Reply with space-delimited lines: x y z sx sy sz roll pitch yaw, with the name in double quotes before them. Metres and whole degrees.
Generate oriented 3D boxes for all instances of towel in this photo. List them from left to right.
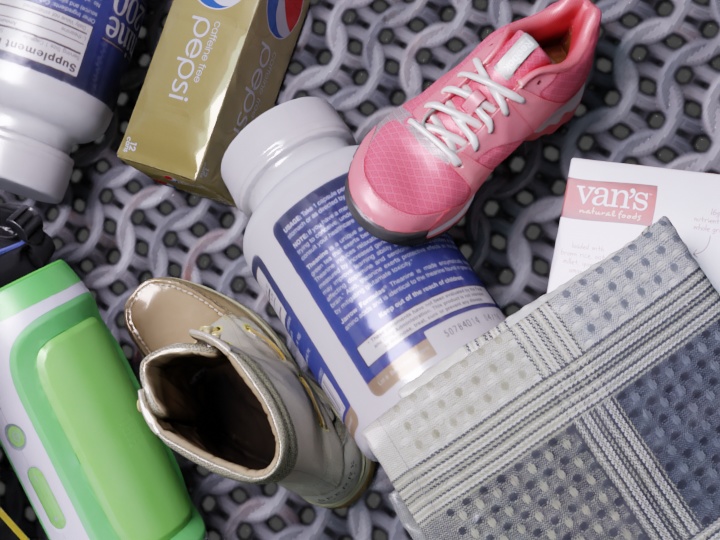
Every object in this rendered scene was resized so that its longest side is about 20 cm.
"towel" 0.124 0.105 0.660 0.199 0.035 0.194 -33 84 -5

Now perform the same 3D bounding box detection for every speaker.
"speaker" -0.159 0.100 0.755 0.088 0.088 0.202 -24 96 14

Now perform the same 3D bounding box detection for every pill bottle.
"pill bottle" -0.208 -0.154 0.875 0.110 0.111 0.203 14 83 23
"pill bottle" 0.000 0.000 0.768 0.111 0.111 0.201 -37 68 9

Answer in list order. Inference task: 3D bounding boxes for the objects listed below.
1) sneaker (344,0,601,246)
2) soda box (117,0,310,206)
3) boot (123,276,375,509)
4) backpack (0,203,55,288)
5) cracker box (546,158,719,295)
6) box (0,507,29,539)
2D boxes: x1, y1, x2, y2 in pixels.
"sneaker" 0.064 -0.095 0.729 0.074 0.087 0.200 42 58 11
"soda box" -0.086 -0.150 0.859 0.063 0.068 0.203 16 84 22
"boot" -0.090 0.059 0.764 0.199 0.155 0.072 40 92 23
"backpack" -0.306 0.047 0.832 0.198 0.183 0.149 4 115 28
"cracker box" 0.166 0.047 0.723 0.132 0.058 0.203 8 80 21
"box" -0.287 0.152 0.764 0.198 0.161 0.050 -4 40 33
